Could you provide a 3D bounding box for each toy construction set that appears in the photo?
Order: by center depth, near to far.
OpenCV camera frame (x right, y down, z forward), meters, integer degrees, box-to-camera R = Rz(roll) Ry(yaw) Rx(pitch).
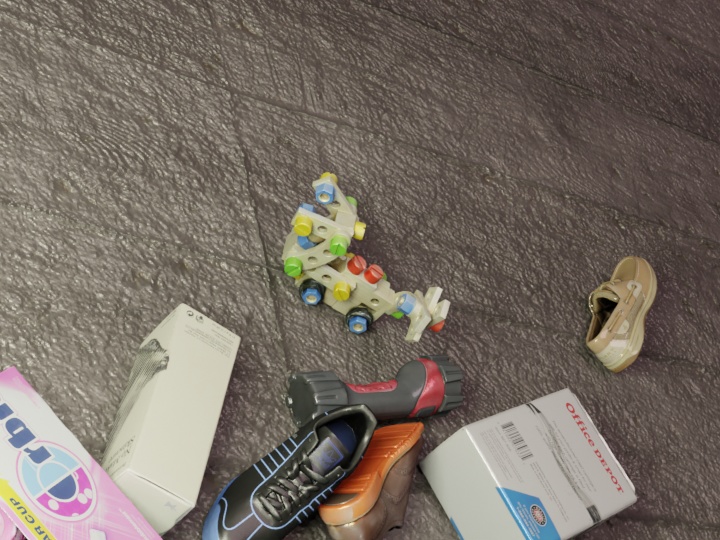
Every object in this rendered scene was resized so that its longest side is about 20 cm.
[{"bbox_3d":[0.000,0.000,1.465,0.200,0.131,0.092,41,37,-8],"label":"toy construction set"}]

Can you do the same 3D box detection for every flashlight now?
[{"bbox_3d":[0.015,0.121,1.428,0.199,0.068,0.068,2,93,-39],"label":"flashlight"}]

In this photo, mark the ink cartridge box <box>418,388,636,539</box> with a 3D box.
[{"bbox_3d":[0.179,0.221,1.477,0.200,0.084,0.145,-12,66,-48],"label":"ink cartridge box"}]

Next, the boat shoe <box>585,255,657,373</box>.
[{"bbox_3d":[0.331,0.041,1.807,0.064,0.071,0.200,37,39,-14],"label":"boat shoe"}]

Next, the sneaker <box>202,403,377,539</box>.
[{"bbox_3d":[-0.060,0.185,1.257,0.070,0.078,0.200,47,49,-2],"label":"sneaker"}]

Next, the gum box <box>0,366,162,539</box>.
[{"bbox_3d":[-0.260,0.175,1.085,0.200,0.066,0.113,48,26,3],"label":"gum box"}]

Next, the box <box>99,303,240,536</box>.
[{"bbox_3d":[-0.169,0.130,1.221,0.068,0.082,0.200,33,37,-18],"label":"box"}]

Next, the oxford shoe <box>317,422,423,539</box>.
[{"bbox_3d":[0.016,0.209,1.360,0.200,0.071,0.073,-43,118,-57],"label":"oxford shoe"}]
